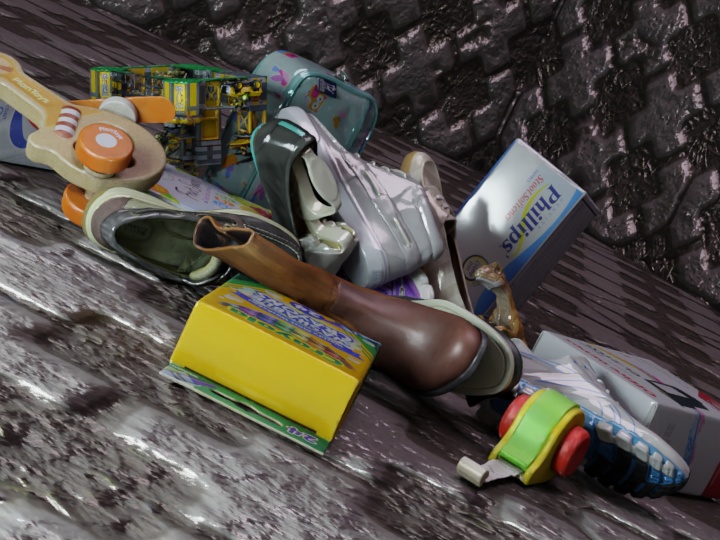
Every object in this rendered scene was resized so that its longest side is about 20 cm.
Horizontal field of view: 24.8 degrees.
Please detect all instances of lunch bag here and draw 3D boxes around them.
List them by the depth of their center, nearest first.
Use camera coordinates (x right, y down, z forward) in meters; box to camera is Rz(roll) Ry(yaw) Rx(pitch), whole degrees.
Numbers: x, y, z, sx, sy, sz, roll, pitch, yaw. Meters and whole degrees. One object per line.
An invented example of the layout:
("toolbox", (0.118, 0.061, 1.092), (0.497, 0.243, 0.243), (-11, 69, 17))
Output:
("lunch bag", (-0.069, -0.126, 1.733), (0.077, 0.201, 0.160), (34, 10, 40))

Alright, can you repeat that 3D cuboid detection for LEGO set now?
("LEGO set", (-0.177, -0.138, 1.616), (0.199, 0.117, 0.153), (11, 16, 40))

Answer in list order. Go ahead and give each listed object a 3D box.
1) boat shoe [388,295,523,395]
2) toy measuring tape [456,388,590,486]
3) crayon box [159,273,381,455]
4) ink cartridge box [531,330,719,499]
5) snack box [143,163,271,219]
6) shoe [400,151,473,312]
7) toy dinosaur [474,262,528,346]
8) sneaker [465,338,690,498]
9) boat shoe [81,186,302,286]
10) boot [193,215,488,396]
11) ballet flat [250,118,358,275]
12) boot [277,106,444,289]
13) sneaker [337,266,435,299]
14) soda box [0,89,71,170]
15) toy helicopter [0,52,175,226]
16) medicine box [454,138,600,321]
("boat shoe", (0.075, 0.059, 1.378), (0.067, 0.072, 0.199), (5, 7, -36))
("toy measuring tape", (0.130, 0.127, 1.261), (0.073, 0.074, 0.200), (30, 9, 24))
("crayon box", (-0.058, 0.061, 1.163), (0.125, 0.052, 0.200), (26, 9, 2))
("ink cartridge box", (0.254, 0.136, 1.518), (0.145, 0.083, 0.199), (34, 11, 39))
("snack box", (-0.154, -0.048, 1.517), (0.141, 0.053, 0.200), (24, 8, -8))
("shoe", (0.078, -0.021, 1.596), (0.053, 0.202, 0.070), (-12, -12, 22))
("toy dinosaur", (0.144, 0.078, 1.572), (0.060, 0.107, 0.201), (7, -39, 16))
("sneaker", (0.195, 0.117, 1.386), (0.199, 0.075, 0.087), (29, 52, 9))
("boat shoe", (-0.133, -0.016, 1.361), (0.200, 0.072, 0.066), (15, 19, -30))
("boot", (-0.015, 0.016, 1.284), (0.200, 0.069, 0.188), (37, -9, -33))
("ballet flat", (-0.046, -0.044, 1.465), (0.068, 0.068, 0.201), (11, -45, 33))
("boot", (0.001, -0.078, 1.548), (0.095, 0.074, 0.201), (-19, 69, -26))
("sneaker", (0.000, 0.000, 1.571), (0.083, 0.081, 0.200), (-6, 32, -26))
("soda box", (-0.332, -0.141, 1.512), (0.068, 0.064, 0.200), (30, 10, 24))
("toy helicopter", (-0.250, -0.134, 1.403), (0.199, 0.079, 0.132), (34, 41, 14))
("medicine box", (0.173, -0.039, 1.871), (0.103, 0.183, 0.200), (41, 5, 13))
